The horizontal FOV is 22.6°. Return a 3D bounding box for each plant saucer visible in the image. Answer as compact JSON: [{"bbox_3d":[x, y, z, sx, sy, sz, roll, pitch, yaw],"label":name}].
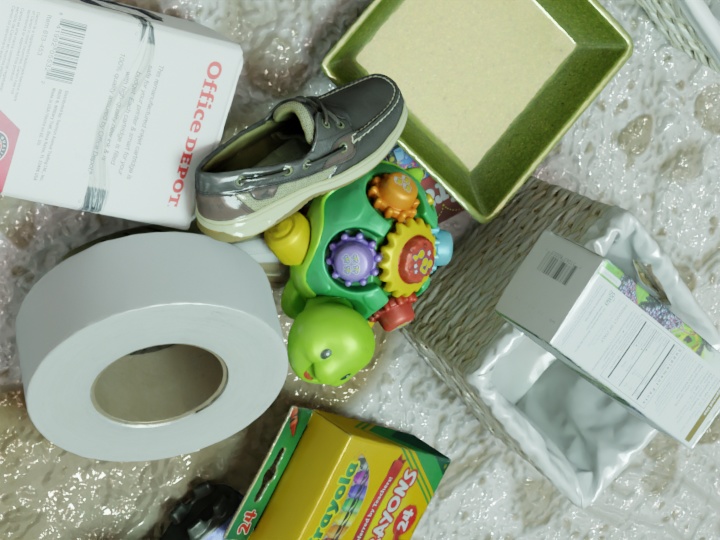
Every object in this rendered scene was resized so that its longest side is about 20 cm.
[{"bbox_3d":[0.091,-0.177,1.465,0.200,0.048,0.200,42,86,-21],"label":"plant saucer"}]

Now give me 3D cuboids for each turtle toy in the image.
[{"bbox_3d":[0.000,0.000,1.418,0.201,0.101,0.146,-57,137,-16],"label":"turtle toy"}]

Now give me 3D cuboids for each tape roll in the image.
[{"bbox_3d":[-0.158,0.061,1.363,0.201,0.071,0.203,-11,143,-9],"label":"tape roll"}]

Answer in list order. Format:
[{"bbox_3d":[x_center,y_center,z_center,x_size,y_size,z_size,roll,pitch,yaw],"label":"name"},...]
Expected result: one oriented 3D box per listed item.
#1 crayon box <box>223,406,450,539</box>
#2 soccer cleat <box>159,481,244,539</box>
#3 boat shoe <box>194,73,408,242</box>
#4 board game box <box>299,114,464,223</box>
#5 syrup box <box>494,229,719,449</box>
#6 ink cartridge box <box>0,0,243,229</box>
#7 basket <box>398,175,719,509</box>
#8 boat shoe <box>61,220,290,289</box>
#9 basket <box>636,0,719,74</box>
[{"bbox_3d":[-0.016,0.193,1.521,0.200,0.051,0.128,20,98,-55],"label":"crayon box"},{"bbox_3d":[-0.164,0.264,1.501,0.200,0.065,0.084,-42,127,-10],"label":"soccer cleat"},{"bbox_3d":[-0.042,-0.096,1.346,0.200,0.072,0.066,-36,143,-26],"label":"boat shoe"},{"bbox_3d":[0.037,-0.078,1.510,0.199,0.019,0.103,-28,122,-19],"label":"board game box"},{"bbox_3d":[0.207,0.057,1.432,0.200,0.079,0.082,34,89,-37],"label":"syrup box"},{"bbox_3d":[-0.204,-0.124,1.308,0.199,0.084,0.146,10,104,-33],"label":"ink cartridge box"},{"bbox_3d":[0.170,0.054,1.555,0.200,0.161,0.198,-46,125,-6],"label":"basket"},{"bbox_3d":[-0.134,-0.002,1.405,0.199,0.075,0.069,-13,110,-27],"label":"boat shoe"},{"bbox_3d":[0.294,-0.273,1.519,0.136,0.123,0.200,-47,124,-6],"label":"basket"}]
